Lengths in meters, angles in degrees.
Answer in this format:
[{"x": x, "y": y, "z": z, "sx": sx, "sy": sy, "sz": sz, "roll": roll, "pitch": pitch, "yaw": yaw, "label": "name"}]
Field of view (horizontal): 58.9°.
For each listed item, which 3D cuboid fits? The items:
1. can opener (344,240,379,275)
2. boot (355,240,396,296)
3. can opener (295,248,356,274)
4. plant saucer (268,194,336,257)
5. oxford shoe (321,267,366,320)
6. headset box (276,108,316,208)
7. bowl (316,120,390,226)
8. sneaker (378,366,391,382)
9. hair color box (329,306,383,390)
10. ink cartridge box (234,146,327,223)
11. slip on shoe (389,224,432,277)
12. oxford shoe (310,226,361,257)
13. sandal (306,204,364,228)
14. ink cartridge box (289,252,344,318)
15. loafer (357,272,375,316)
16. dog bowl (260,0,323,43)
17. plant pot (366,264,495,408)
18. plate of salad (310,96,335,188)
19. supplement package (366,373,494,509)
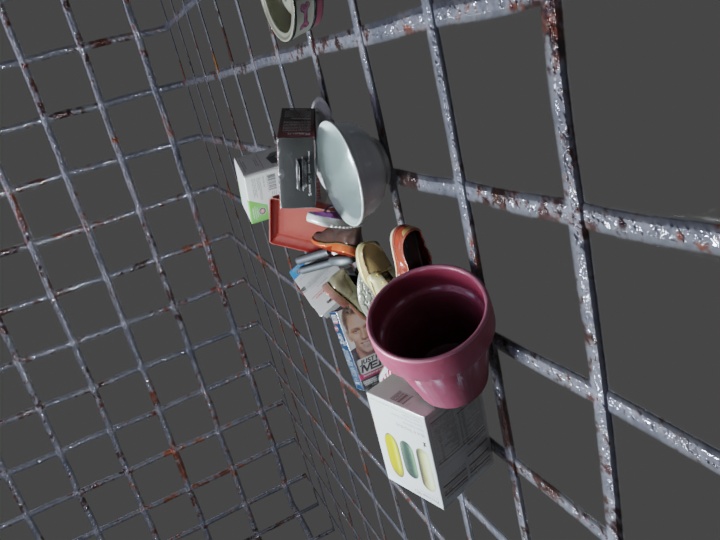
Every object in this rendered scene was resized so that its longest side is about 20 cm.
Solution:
[{"x": 0.000, "y": 0.000, "z": 1.434, "sx": 0.054, "sy": 0.066, "sz": 0.200, "roll": 63, "pitch": 161, "yaw": 15, "label": "can opener"}, {"x": 0.066, "y": 0.026, "z": 1.264, "sx": 0.202, "sy": 0.072, "sz": 0.155, "roll": 68, "pitch": 162, "yaw": -1, "label": "boot"}, {"x": -0.085, "y": -0.030, "z": 1.553, "sx": 0.199, "sy": 0.066, "sz": 0.053, "roll": -13, "pitch": 100, "yaw": 42, "label": "can opener"}, {"x": -0.119, "y": -0.109, "z": 1.530, "sx": 0.200, "sy": 0.198, "sz": 0.037, "roll": 104, "pitch": 178, "yaw": -61, "label": "plant saucer"}, {"x": 0.001, "y": 0.057, "z": 1.422, "sx": 0.200, "sy": 0.074, "sz": 0.071, "roll": 33, "pitch": -169, "yaw": -50, "label": "oxford shoe"}, {"x": -0.126, "y": -0.226, "z": 1.290, "sx": 0.201, "sy": 0.076, "sz": 0.150, "roll": -98, "pitch": 7, "yaw": -59, "label": "headset box"}, {"x": -0.003, "y": -0.193, "z": 1.202, "sx": 0.202, "sy": 0.090, "sz": 0.202, "roll": 56, "pitch": 158, "yaw": 37, "label": "bowl"}, {"x": 0.099, "y": 0.251, "z": 1.415, "sx": 0.201, "sy": 0.071, "sz": 0.113, "roll": 98, "pitch": 149, "yaw": -52, "label": "sneaker"}, {"x": 0.008, "y": 0.177, "z": 1.546, "sx": 0.202, "sy": 0.099, "sz": 0.060, "roll": 70, "pitch": 161, "yaw": -2, "label": "hair color box"}, {"x": -0.188, "y": -0.216, "z": 1.532, "sx": 0.146, "sy": 0.198, "sz": 0.084, "roll": 89, "pitch": 156, "yaw": -46, "label": "ink cartridge box"}, {"x": 0.104, "y": 0.013, "z": 1.154, "sx": 0.061, "sy": 0.074, "sz": 0.202, "roll": -5, "pitch": 100, "yaw": 68, "label": "slip on shoe"}, {"x": -0.049, "y": -0.076, "z": 1.442, "sx": 0.200, "sy": 0.071, "sz": 0.073, "roll": 16, "pitch": 89, "yaw": 58, "label": "oxford shoe"}, {"x": -0.041, "y": -0.120, "z": 1.321, "sx": 0.082, "sy": 0.202, "sz": 0.050, "roll": 18, "pitch": 104, "yaw": 17, "label": "sandal"}, {"x": -0.086, "y": 0.036, "z": 1.618, "sx": 0.068, "sy": 0.116, "sz": 0.200, "roll": 44, "pitch": -175, "yaw": -45, "label": "ink cartridge box"}, {"x": 0.040, "y": 0.079, "z": 1.392, "sx": 0.070, "sy": 0.069, "sz": 0.202, "roll": -69, "pitch": -34, "yaw": -66, "label": "loafer"}, {"x": -0.136, "y": -0.550, "z": 1.227, "sx": 0.201, "sy": 0.073, "sz": 0.201, "roll": 54, "pitch": 156, "yaw": 37, "label": "dog bowl"}, {"x": 0.129, "y": 0.121, "z": 1.036, "sx": 0.200, "sy": 0.199, "sz": 0.180, "roll": 47, "pitch": 167, "yaw": 48, "label": "plant pot"}, {"x": -0.071, "y": -0.272, "z": 1.379, "sx": 0.200, "sy": 0.048, "sz": 0.202, "roll": 170, "pitch": 90, "yaw": -71, "label": "plate of salad"}, {"x": 0.132, "y": 0.293, "z": 1.183, "sx": 0.151, "sy": 0.150, "sz": 0.202, "roll": 12, "pitch": 123, "yaw": 48, "label": "supplement package"}]
